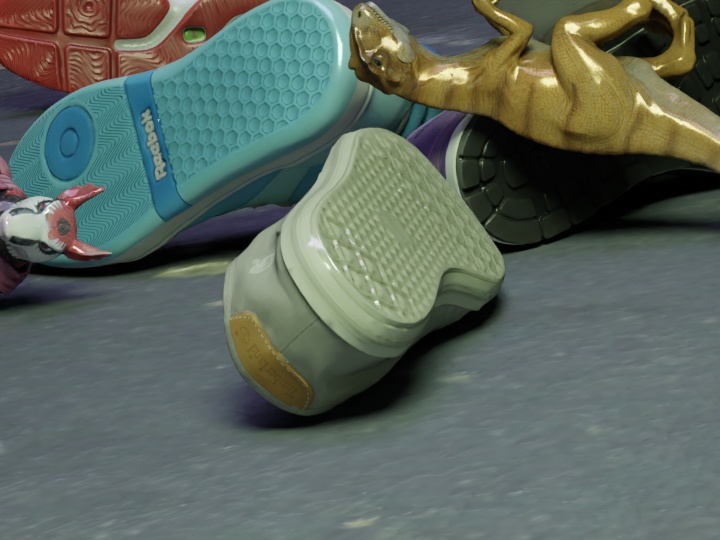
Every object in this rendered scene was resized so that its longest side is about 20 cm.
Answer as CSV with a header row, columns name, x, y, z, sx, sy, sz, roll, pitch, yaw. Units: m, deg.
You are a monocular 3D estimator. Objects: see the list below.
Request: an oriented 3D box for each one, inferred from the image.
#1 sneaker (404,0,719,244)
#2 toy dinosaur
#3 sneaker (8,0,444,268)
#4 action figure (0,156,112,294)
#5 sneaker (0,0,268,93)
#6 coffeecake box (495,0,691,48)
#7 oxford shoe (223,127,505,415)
name,x,y,z,sx,sy,sz,roll,pitch,yaw
sneaker,0.099,-0.065,1.147,0.199,0.076,0.087,-16,8,-29
toy dinosaur,0.095,-0.064,1.049,0.199,0.060,0.106,18,65,18
sneaker,-0.045,-0.045,1.189,0.200,0.080,0.130,-20,-19,35
action figure,-0.194,-0.009,1.131,0.199,0.134,0.149,5,-29,9
sneaker,-0.124,-0.142,1.731,0.199,0.079,0.116,2,3,-4
coffeecake box,0.116,-0.159,1.115,0.153,0.073,0.200,-32,-27,17
oxford shoe,0.000,0.000,0.940,0.058,0.075,0.200,-43,-1,18
